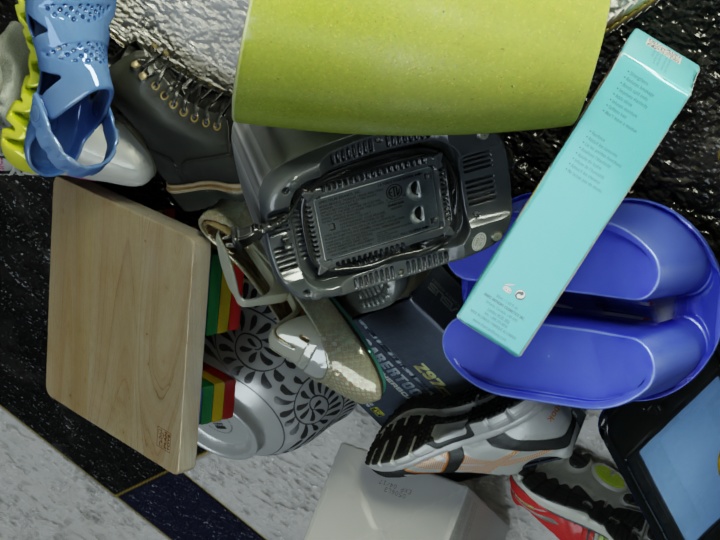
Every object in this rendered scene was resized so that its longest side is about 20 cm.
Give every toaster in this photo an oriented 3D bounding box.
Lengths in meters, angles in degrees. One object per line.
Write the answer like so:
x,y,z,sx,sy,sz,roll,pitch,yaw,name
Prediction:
-0.005,-0.064,1.121,0.129,0.199,0.114,-121,15,-55,toaster

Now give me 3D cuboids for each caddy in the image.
0.150,0.020,1.171,0.199,0.105,0.142,8,102,31,caddy

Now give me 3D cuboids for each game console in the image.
0.294,0.135,1.222,0.118,0.171,0.200,30,157,53,game console

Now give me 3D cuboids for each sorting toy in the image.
-0.178,0.037,1.416,0.198,0.069,0.201,23,115,43,sorting toy

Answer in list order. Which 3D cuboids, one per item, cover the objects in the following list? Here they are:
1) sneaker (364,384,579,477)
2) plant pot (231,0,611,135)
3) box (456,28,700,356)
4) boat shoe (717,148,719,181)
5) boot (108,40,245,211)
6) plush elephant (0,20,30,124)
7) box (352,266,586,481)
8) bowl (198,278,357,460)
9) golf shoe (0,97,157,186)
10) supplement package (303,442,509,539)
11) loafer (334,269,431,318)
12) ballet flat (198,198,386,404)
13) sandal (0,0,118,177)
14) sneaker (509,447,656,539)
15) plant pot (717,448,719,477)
0.084,0.136,1.322,0.200,0.074,0.080,-21,123,45,sneaker
0.042,-0.156,1.010,0.199,0.188,0.187,14,145,-1,plant pot
0.135,-0.048,1.053,0.049,0.082,0.200,32,113,3,box
0.285,-0.012,1.079,0.072,0.068,0.200,-19,124,45,boat shoe
-0.114,-0.121,1.241,0.200,0.078,0.138,-17,119,46,boot
-0.322,-0.164,1.249,0.199,0.156,0.164,-19,166,31,plush elephant
0.063,0.087,1.383,0.200,0.051,0.157,45,142,-20,box
-0.109,0.105,1.496,0.200,0.094,0.201,19,144,15,bowl
-0.258,-0.100,1.354,0.199,0.092,0.073,19,143,14,golf shoe
0.040,0.242,1.473,0.121,0.120,0.200,17,168,20,supplement package
0.000,0.000,1.301,0.200,0.069,0.075,-4,107,62,loafer
-0.057,0.028,1.279,0.200,0.062,0.068,55,152,18,ballet flat
-0.203,-0.148,1.214,0.087,0.079,0.201,37,129,40,sandal
0.214,0.214,1.423,0.200,0.077,0.085,34,152,14,sneaker
0.321,0.126,1.108,0.142,0.200,0.200,31,146,-1,plant pot
